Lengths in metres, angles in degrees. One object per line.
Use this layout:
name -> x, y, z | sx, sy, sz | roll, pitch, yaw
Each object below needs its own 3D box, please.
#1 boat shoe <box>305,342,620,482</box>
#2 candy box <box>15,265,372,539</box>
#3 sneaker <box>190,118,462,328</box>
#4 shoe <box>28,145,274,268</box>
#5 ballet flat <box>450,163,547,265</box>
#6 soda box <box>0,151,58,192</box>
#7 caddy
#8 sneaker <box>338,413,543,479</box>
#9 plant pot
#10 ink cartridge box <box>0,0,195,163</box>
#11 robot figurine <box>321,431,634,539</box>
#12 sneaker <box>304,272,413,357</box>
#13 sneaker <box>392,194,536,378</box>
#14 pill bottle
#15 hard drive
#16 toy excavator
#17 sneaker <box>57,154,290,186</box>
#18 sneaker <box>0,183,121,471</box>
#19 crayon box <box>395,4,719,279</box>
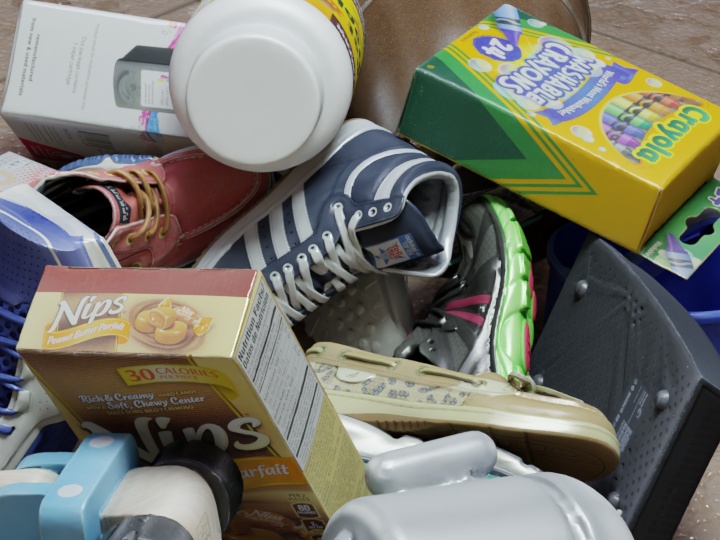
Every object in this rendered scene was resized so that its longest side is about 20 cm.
boat shoe -> 0.050, 0.074, 1.388 | 0.200, 0.073, 0.063 | 7, 58, 21
candy box -> -0.077, 0.075, 1.249 | 0.115, 0.200, 0.055 | 1, 55, 21
sneaker -> -0.022, -0.001, 1.486 | 0.108, 0.070, 0.200 | 25, 69, 46
shoe -> -0.136, -0.031, 1.489 | 0.200, 0.072, 0.091 | -23, -9, -16
ballet flat -> 0.116, -0.061, 1.595 | 0.200, 0.072, 0.072 | -21, 31, -5
soda box -> -0.253, -0.009, 1.546 | 0.068, 0.064, 0.200 | 21, 29, 24
caddy -> 0.203, 0.008, 1.591 | 0.141, 0.105, 0.200 | 26, 32, 33
sneaker -> 0.028, 0.138, 1.348 | 0.200, 0.078, 0.080 | 10, 45, 15
plant pot -> 0.076, -0.112, 1.718 | 0.200, 0.200, 0.198 | 3, 34, -9
ink cartridge box -> -0.131, -0.114, 1.698 | 0.200, 0.086, 0.148 | 8, -10, 1
robot figurine -> 0.056, 0.160, 1.237 | 0.200, 0.113, 0.170 | -5, 69, -25
sneaker -> 0.000, 0.000, 1.598 | 0.080, 0.076, 0.200 | 20, 24, -33
sneaker -> 0.061, 0.034, 1.485 | 0.084, 0.077, 0.200 | -1, 50, 8
pill bottle -> -0.055, -0.125, 1.514 | 0.109, 0.109, 0.200 | 8, 18, 1
hard drive -> 0.149, 0.073, 1.423 | 0.042, 0.135, 0.200 | 17, 18, -20
toy excavator -> -0.162, 0.122, 1.189 | 0.200, 0.195, 0.100 | -3, 24, 14
sneaker -> -0.123, -0.026, 1.606 | 0.200, 0.088, 0.075 | -2, -13, 32
sneaker -> -0.180, 0.067, 1.290 | 0.081, 0.200, 0.115 | 31, 46, 32
crayon box -> 0.140, -0.082, 1.520 | 0.200, 0.052, 0.126 | 28, 35, 16
